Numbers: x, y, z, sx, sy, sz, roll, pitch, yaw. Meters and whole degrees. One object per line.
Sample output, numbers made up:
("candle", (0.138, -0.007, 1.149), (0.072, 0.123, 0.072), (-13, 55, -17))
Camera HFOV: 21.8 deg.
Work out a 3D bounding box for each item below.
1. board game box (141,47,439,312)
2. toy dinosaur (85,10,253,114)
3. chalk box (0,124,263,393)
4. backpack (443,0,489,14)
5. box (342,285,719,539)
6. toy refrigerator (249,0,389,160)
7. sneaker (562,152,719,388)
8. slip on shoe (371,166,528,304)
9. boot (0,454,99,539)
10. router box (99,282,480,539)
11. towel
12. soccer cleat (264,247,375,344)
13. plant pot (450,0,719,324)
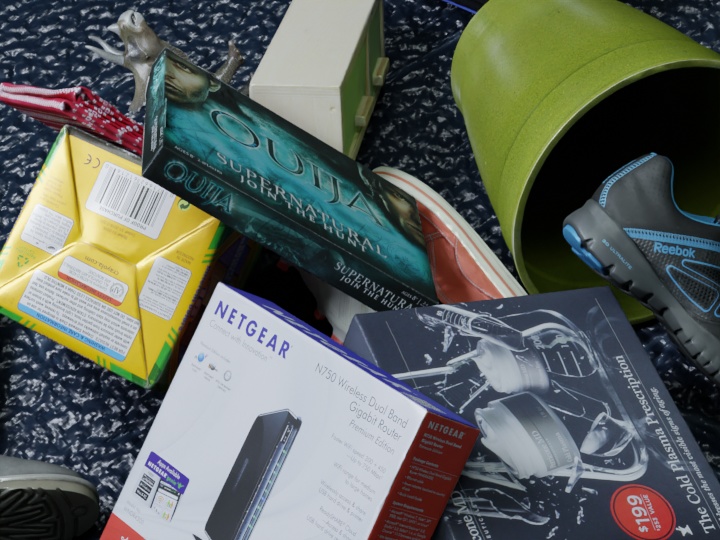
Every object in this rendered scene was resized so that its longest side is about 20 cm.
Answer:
("board game box", (-0.044, -0.051, 1.152), (0.199, 0.028, 0.136), (30, 25, -22))
("toy dinosaur", (-0.115, -0.101, 1.367), (0.102, 0.077, 0.201), (-25, 73, 3))
("chalk box", (-0.146, 0.002, 1.216), (0.123, 0.200, 0.125), (25, 85, 7))
("backpack", (0.114, -0.289, 1.406), (0.199, 0.184, 0.147), (29, 40, 15))
("box", (0.096, 0.123, 1.105), (0.180, 0.105, 0.201), (-7, 50, -24))
("toy refrigerator", (-0.024, -0.135, 1.322), (0.069, 0.077, 0.200), (2, 28, 8))
("sneaker", (0.220, 0.015, 1.166), (0.082, 0.200, 0.073), (-46, 14, 0))
("slip on shoe", (0.056, 0.001, 1.262), (0.061, 0.074, 0.200), (-37, 57, -4))
("boot", (-0.256, 0.089, 1.240), (0.180, 0.073, 0.201), (-3, 46, 2))
("router box", (-0.047, 0.126, 1.060), (0.199, 0.049, 0.181), (28, 94, 46))
("towel", (-0.129, -0.071, 1.211), (0.144, 0.199, 0.023), (15, 78, 61))
("soccer cleat", (0.000, 0.000, 1.247), (0.078, 0.069, 0.200), (-55, 47, 15))
("plant pot", (0.154, -0.099, 1.263), (0.199, 0.202, 0.193), (-22, 41, -10))
